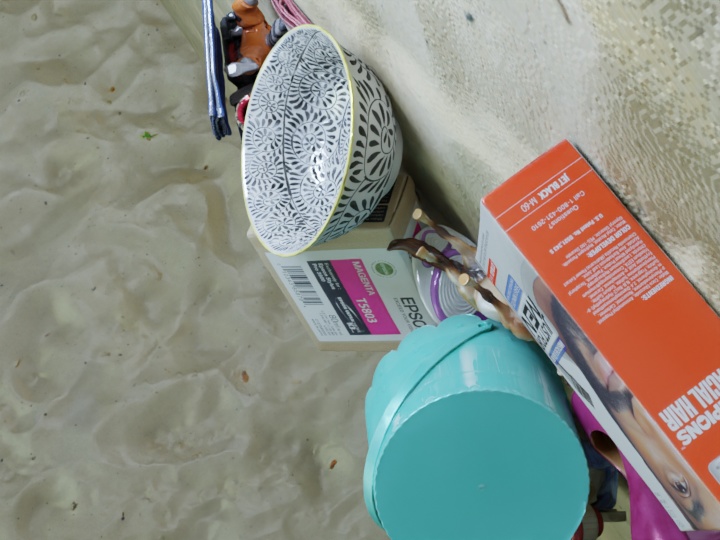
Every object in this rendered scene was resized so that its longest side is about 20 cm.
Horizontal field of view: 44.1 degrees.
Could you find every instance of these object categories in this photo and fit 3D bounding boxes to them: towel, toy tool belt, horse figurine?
[{"bbox_3d":[-0.032,-0.195,0.967,0.144,0.023,0.200,54,176,27],"label":"towel"},{"bbox_3d":[0.214,0.215,0.917,0.200,0.122,0.126,-146,57,-64],"label":"toy tool belt"},{"bbox_3d":[-0.167,-0.235,1.035,0.200,0.024,0.146,-169,74,-82],"label":"towel"},{"bbox_3d":[0.106,0.015,0.746,0.132,0.050,0.200,36,-179,-41],"label":"horse figurine"}]

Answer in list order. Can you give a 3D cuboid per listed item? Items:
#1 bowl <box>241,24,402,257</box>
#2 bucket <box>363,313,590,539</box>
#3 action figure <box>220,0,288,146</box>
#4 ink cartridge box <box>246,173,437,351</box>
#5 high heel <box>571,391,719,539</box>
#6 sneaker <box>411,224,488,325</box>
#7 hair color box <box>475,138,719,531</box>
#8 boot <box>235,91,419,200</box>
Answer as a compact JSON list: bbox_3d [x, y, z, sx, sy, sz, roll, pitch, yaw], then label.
[{"bbox_3d":[-0.023,-0.111,0.801,0.200,0.094,0.203,-5,84,57],"label":"bowl"},{"bbox_3d":[0.097,0.155,0.772,0.208,0.206,0.135,56,-169,-13],"label":"bucket"},{"bbox_3d":[-0.114,-0.236,1.061,0.193,0.104,0.202,49,-150,-83],"label":"action figure"},{"bbox_3d":[0.000,0.000,0.927,0.201,0.163,0.076,61,-142,-42],"label":"ink cartridge box"},{"bbox_3d":[0.192,0.162,0.666,0.068,0.096,0.200,56,176,-28],"label":"high heel"},{"bbox_3d":[0.108,0.046,0.868,0.201,0.075,0.100,56,175,-7],"label":"sneaker"},{"bbox_3d":[0.145,0.039,0.484,0.201,0.064,0.111,53,175,17],"label":"hair color box"},{"bbox_3d":[-0.040,-0.119,0.948,0.200,0.073,0.151,30,167,48],"label":"boot"}]
